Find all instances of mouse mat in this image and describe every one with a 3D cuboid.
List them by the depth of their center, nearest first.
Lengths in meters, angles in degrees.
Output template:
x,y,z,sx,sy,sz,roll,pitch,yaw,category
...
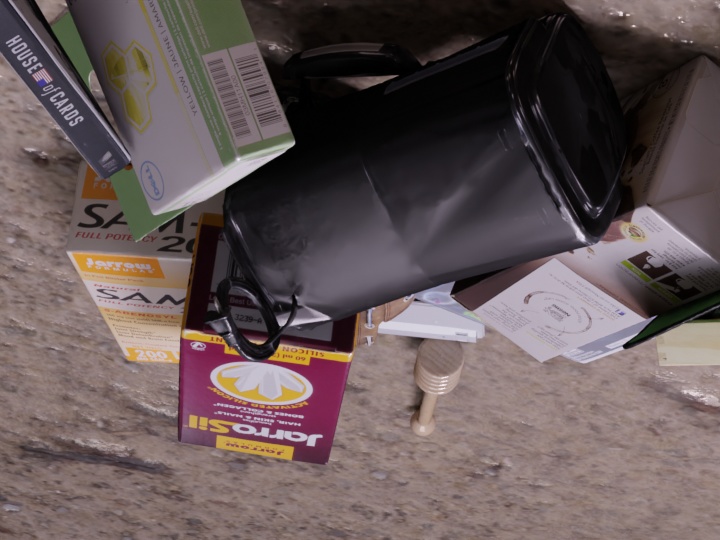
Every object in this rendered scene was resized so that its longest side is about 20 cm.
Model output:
x,y,z,sx,sy,sz,roll,pitch,yaw,category
0.250,-0.013,1.287,0.160,0.008,0.200,-29,-177,36,mouse mat

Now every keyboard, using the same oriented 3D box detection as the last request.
x,y,z,sx,sy,sz,roll,pitch,yaw,category
-0.005,0.030,1.681,0.198,0.011,0.056,5,152,6,keyboard

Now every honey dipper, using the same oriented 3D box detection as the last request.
x,y,z,sx,sy,sz,roll,pitch,yaw,category
0.059,0.099,1.788,0.038,0.038,0.200,8,160,1,honey dipper

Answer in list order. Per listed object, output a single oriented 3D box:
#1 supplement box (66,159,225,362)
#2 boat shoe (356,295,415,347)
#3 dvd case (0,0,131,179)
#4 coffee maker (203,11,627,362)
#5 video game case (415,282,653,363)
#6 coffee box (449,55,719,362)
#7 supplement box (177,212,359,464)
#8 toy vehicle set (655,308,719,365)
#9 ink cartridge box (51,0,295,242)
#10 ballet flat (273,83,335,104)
x,y,z,sx,sy,sz,roll,pitch,yaw,category
-0.122,0.000,1.563,0.125,0.074,0.200,3,156,9,supplement box
0.000,0.000,1.541,0.072,0.073,0.200,-3,158,-14,boat shoe
-0.193,-0.150,1.164,0.025,0.151,0.200,-33,151,0,dvd case
0.037,-0.041,1.232,0.199,0.193,0.135,-18,137,31,coffee maker
0.150,0.009,1.555,0.181,0.024,0.200,22,154,-28,video game case
0.153,-0.032,1.323,0.080,0.114,0.200,35,149,-18,coffee box
-0.061,0.048,1.454,0.109,0.086,0.200,8,155,-2,supplement box
0.265,0.016,1.371,0.123,0.027,0.200,-3,-166,21,toy vehicle set
-0.125,-0.102,1.239,0.048,0.147,0.200,-20,176,-37,ink cartridge box
-0.030,-0.089,1.373,0.199,0.057,0.067,17,120,-26,ballet flat
